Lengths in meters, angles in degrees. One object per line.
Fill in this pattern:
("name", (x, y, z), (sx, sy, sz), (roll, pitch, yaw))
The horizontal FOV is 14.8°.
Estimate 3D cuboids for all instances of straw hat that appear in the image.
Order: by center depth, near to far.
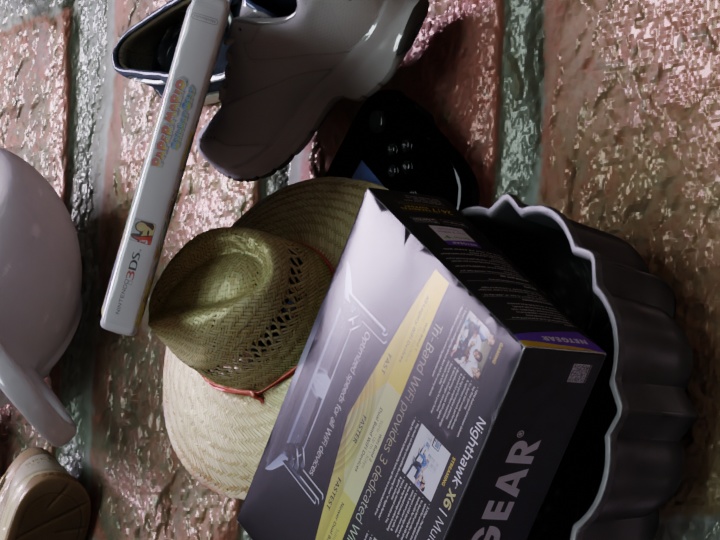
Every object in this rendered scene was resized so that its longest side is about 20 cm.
("straw hat", (-0.062, 0.019, 1.485), (0.201, 0.085, 0.201), (-20, 57, 35))

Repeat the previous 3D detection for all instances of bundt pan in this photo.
("bundt pan", (0.093, 0.067, 1.368), (0.202, 0.076, 0.202), (-15, 71, 54))

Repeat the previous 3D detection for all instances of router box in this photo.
("router box", (0.025, 0.084, 1.351), (0.157, 0.052, 0.200), (47, 123, 48))

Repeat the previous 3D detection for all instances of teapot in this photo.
("teapot", (-0.253, 0.026, 1.828), (0.197, 0.146, 0.200), (-12, 41, 36))

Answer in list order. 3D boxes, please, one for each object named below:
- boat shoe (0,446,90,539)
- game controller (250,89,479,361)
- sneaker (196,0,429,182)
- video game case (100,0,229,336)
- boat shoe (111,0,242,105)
("boat shoe", (-0.235, 0.215, 1.837), (0.200, 0.071, 0.065), (-65, 31, 12))
("game controller", (0.000, 0.000, 1.546), (0.200, 0.042, 0.104), (-63, 39, 29))
("sneaker", (-0.042, -0.121, 1.570), (0.200, 0.087, 0.075), (-39, 20, 47))
("video game case", (-0.107, -0.059, 1.526), (0.200, 0.023, 0.182), (-149, 75, -86))
("boat shoe", (-0.080, -0.147, 1.669), (0.200, 0.062, 0.075), (-8, 76, 54))
